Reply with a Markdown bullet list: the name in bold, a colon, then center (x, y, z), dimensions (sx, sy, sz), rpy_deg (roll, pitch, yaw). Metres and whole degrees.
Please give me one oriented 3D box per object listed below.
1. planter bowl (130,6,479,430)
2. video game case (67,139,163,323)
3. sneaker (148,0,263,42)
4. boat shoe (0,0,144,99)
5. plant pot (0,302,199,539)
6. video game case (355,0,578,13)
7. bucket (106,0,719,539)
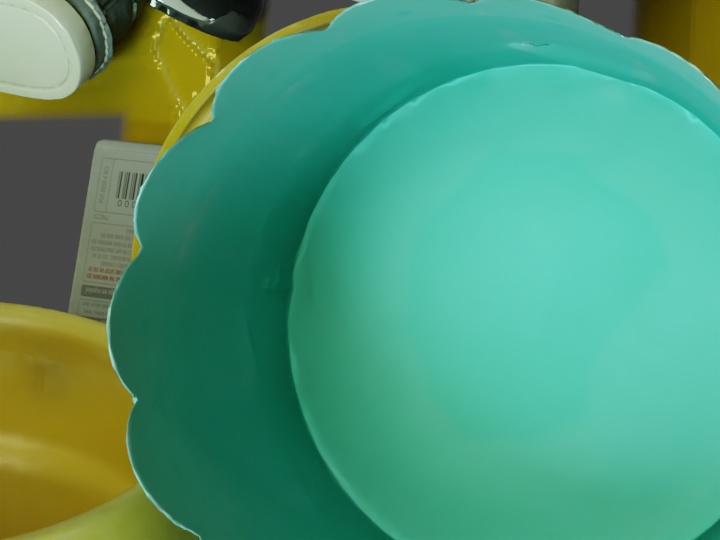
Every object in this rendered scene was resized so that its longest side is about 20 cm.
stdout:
- **planter bowl**: center (0.000, 0.000, 0.817), dimensions (0.199, 0.083, 0.202), rpy_deg (-1, 87, 13)
- **video game case**: center (-0.030, 0.047, 0.916), dimensions (0.199, 0.022, 0.183), rpy_deg (7, 85, 24)
- **sneaker**: center (-0.091, -0.185, 0.949), dimensions (0.090, 0.070, 0.200), rpy_deg (-46, 66, 15)
- **boat shoe**: center (-0.178, -0.125, 0.996), dimensions (0.199, 0.073, 0.062), rpy_deg (18, 46, 32)
- **plant pot**: center (-0.153, 0.134, 0.813), dimensions (0.200, 0.201, 0.190), rpy_deg (11, 114, 25)
- **video game case**: center (-0.011, -0.181, 0.807), dimensions (0.199, 0.023, 0.183), rpy_deg (21, 131, 28)
- **bucket**: center (0.042, 0.020, 0.692), dimensions (0.206, 0.135, 0.209), rpy_deg (0, 90, 15)
